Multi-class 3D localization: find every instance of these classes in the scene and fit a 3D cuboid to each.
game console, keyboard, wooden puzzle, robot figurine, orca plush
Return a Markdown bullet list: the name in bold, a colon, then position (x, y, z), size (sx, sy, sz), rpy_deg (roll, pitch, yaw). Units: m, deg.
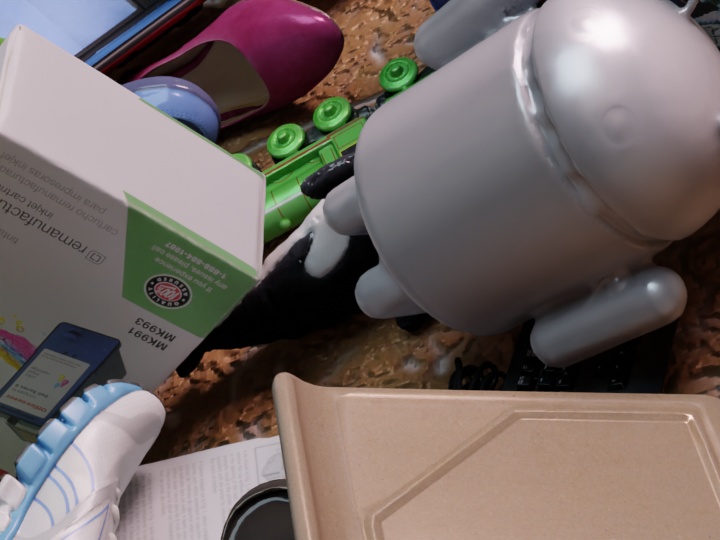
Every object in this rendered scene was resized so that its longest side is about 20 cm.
- **game console**: position (-0.182, -0.161, 1.203), size (0.172, 0.119, 0.200), rpy_deg (41, 60, 16)
- **keyboard**: position (0.065, 0.074, 0.834), size (0.104, 0.040, 0.200), rpy_deg (-8, 40, 30)
- **wooden puzzle**: position (0.071, 0.109, 0.715), size (0.199, 0.037, 0.185), rpy_deg (6, 35, -14)
- **robot figurine**: position (0.077, -0.047, 0.844), size (0.200, 0.170, 0.113), rpy_deg (-29, -10, 35)
- **orca plush**: position (0.000, 0.000, 0.954), size (0.199, 0.105, 0.071), rpy_deg (-32, 67, -2)

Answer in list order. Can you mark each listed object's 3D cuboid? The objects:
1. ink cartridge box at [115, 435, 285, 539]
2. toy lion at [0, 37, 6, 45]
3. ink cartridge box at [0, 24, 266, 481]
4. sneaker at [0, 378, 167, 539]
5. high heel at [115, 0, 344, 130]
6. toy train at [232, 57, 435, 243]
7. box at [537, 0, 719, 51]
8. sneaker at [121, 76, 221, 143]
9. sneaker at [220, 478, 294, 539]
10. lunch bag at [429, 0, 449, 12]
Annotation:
- **ink cartridge box**: position (-0.063, 0.147, 0.871), size (0.199, 0.047, 0.160), rpy_deg (-13, 37, 1)
- **toy lion**: position (-0.239, -0.038, 1.088), size (0.191, 0.069, 0.201), rpy_deg (32, 96, 35)
- **ink cartridge box**: position (-0.160, 0.008, 0.949), size (0.200, 0.145, 0.088), rpy_deg (-44, 29, 30)
- **sneaker**: position (-0.125, 0.129, 0.835), size (0.086, 0.075, 0.200), rpy_deg (27, 48, 10)
- **high heel**: position (-0.099, -0.096, 1.134), size (0.199, 0.068, 0.096), rpy_deg (-7, 34, 40)
- **toy train**: position (-0.013, -0.059, 1.059), size (0.199, 0.042, 0.057), rpy_deg (-30, 46, 6)
- **box**: position (0.130, -0.116, 0.870), size (0.136, 0.200, 0.040), rpy_deg (-7, 41, 33)
- **sneaker**: position (-0.159, -0.031, 1.116), size (0.200, 0.074, 0.082), rpy_deg (-34, 37, 14)
- **sneaker**: position (-0.014, 0.138, 0.734), size (0.075, 0.106, 0.200), rpy_deg (-35, 49, 4)
- **lunch bag**: position (0.081, -0.211, 1.018), size (0.135, 0.200, 0.132), rpy_deg (12, 53, 45)
